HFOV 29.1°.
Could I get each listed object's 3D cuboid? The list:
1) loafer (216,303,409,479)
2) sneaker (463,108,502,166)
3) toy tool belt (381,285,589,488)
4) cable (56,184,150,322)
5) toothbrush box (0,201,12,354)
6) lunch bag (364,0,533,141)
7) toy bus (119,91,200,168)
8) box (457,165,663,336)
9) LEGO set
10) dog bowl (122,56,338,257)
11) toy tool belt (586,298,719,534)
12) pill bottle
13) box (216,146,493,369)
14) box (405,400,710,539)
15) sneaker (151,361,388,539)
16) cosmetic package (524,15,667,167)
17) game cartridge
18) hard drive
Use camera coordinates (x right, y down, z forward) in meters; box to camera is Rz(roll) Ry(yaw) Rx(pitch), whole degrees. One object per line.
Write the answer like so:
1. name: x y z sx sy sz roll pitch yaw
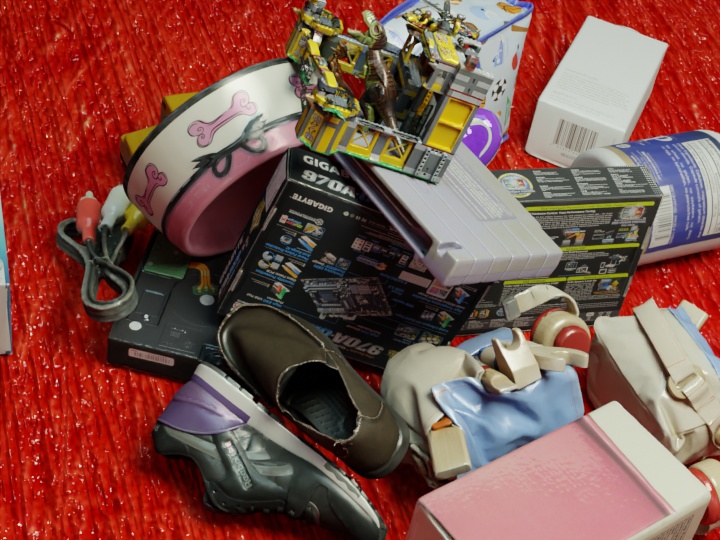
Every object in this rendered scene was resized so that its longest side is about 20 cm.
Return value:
1. loafer: -0.044 0.080 1.075 0.199 0.071 0.073 34 84 33
2. sneaker: 0.040 -0.090 1.279 0.199 0.070 0.100 -23 4 7
3. toy tool belt: 0.121 0.100 1.103 0.199 0.126 0.123 -25 23 -18
4. cable: -0.228 -0.021 1.202 0.096 0.051 0.200 -4 26 1
5. toothbrush box: -0.375 -0.022 1.177 0.145 0.086 0.201 -3 43 -16
6. lunch bag: 0.073 -0.179 1.386 0.123 0.171 0.200 31 44 27
7. toy bus: -0.131 -0.132 1.354 0.198 0.079 0.065 -10 46 -23
8. box: 0.152 -0.016 1.233 0.198 0.161 0.044 -4 43 -15
9. LEGO set: 0.023 -0.169 1.078 0.153 0.116 0.201 21 31 -12
10. dog bowl: -0.099 -0.089 1.186 0.199 0.200 0.074 -24 72 -33
11. toy tool belt: 0.284 0.109 1.159 0.122 0.126 0.201 -18 50 -18
12. pill bottle: 0.311 -0.074 1.362 0.198 0.120 0.120 -11 47 -24
13. box: 0.000 0.000 1.147 0.198 0.159 0.046 19 39 -16
14. box: 0.137 0.204 1.016 0.199 0.129 0.109 -21 50 -32
15. sneaker: -0.073 0.165 1.071 0.199 0.076 0.088 37 76 15
16. cosmetic package: 0.258 -0.190 1.512 0.101 0.074 0.200 23 42 12
17. game cartridge: 0.057 -0.064 1.098 0.129 0.039 0.200 0 41 -45
18. hard drive: -0.129 0.018 1.224 0.138 0.038 0.201 13 43 1
